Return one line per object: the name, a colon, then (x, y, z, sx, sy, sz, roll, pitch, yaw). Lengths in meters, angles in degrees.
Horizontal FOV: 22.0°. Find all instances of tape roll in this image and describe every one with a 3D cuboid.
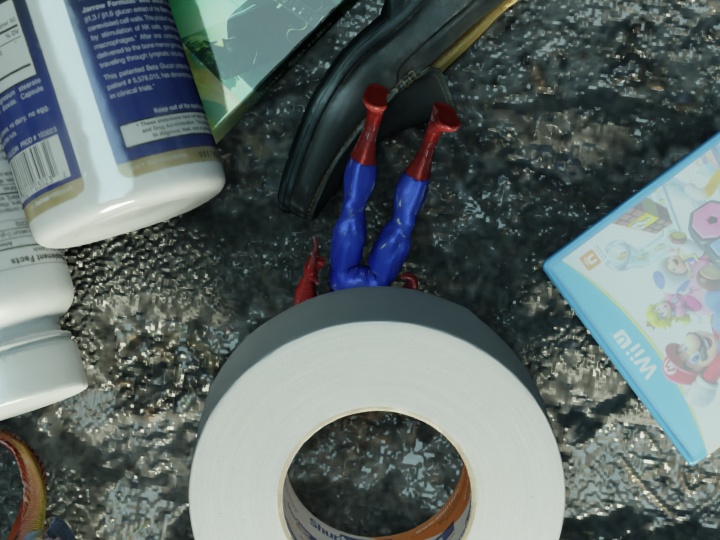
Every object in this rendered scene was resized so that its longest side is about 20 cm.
tape roll: (0.008, 0.112, 1.009, 0.200, 0.066, 0.200, 0, 107, -2)

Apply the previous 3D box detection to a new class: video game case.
video game case: (0.224, -0.006, 1.046, 0.200, 0.018, 0.143, -37, 84, 4)

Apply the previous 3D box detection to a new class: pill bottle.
pill bottle: (-0.229, -0.014, 1.053, 0.113, 0.113, 0.200, -18, 85, 5)
pill bottle: (-0.154, -0.122, 1.017, 0.111, 0.111, 0.200, -19, 86, 5)

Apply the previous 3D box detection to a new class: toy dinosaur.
toy dinosaur: (-0.196, 0.230, 1.074, 0.182, 0.105, 0.200, -50, 45, 14)

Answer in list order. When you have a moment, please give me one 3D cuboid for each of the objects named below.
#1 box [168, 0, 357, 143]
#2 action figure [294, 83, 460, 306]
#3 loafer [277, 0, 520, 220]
box: (-0.074, -0.186, 1.083, 0.144, 0.036, 0.200, 45, 94, 7)
action figure: (0.000, 0.000, 1.035, 0.065, 0.052, 0.200, 13, 115, -8)
loafer: (0.024, -0.108, 1.051, 0.072, 0.073, 0.200, 33, 92, 3)
